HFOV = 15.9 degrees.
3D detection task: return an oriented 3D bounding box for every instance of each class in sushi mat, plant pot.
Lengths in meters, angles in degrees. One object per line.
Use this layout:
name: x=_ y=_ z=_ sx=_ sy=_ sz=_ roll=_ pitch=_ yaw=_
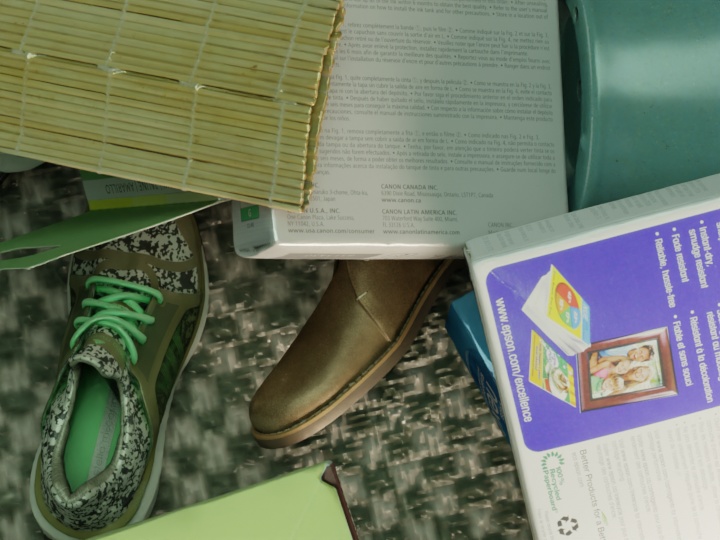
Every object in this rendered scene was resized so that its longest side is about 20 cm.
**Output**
sushi mat: x=-0.107 y=-0.090 z=1.141 sx=0.199 sy=0.012 sz=0.096 roll=12 pitch=90 yaw=18
plant pot: x=0.184 y=-0.087 z=1.244 sx=0.187 sy=0.200 sz=0.201 roll=-3 pitch=77 yaw=-9

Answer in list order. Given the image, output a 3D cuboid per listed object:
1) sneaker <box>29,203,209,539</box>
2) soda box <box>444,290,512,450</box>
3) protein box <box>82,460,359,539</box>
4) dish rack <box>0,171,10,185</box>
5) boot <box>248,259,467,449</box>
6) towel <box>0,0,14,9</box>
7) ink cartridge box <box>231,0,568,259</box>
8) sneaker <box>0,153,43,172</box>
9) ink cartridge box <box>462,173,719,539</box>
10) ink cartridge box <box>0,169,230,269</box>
sneaker: x=-0.120 y=0.040 z=1.281 sx=0.077 sy=0.089 sz=0.201 roll=7 pitch=77 yaw=1
soda box: x=0.118 y=0.093 z=1.286 sx=0.068 sy=0.064 sz=0.201 roll=-27 pitch=79 yaw=-7
protein box: x=-0.084 y=0.194 z=1.190 sx=0.198 sy=0.200 sz=0.135 roll=-18 pitch=78 yaw=-5
dish rack: x=-0.239 y=-0.126 z=1.335 sx=0.200 sy=0.055 sz=0.154 roll=38 pitch=79 yaw=8
boot: x=0.000 y=0.000 z=1.289 sx=0.200 sy=0.074 sz=0.076 roll=-51 pitch=118 yaw=-17
towel: x=-0.162 y=-0.198 z=1.255 sx=0.144 sy=0.023 sz=0.200 roll=34 pitch=45 yaw=14
ink cartridge box: x=0.016 y=-0.106 z=1.184 sx=0.160 sy=0.050 sz=0.201 roll=0 pitch=83 yaw=-30
sneaker: x=-0.194 y=-0.153 z=1.263 sx=0.078 sy=0.099 sz=0.201 roll=-24 pitch=77 yaw=-4
ink cartridge box: x=0.164 y=0.055 z=1.185 sx=0.199 sy=0.043 sz=0.199 roll=-13 pitch=112 yaw=2
ink cartridge box: x=-0.102 y=-0.047 z=1.220 sx=0.199 sy=0.145 sz=0.048 roll=-16 pitch=97 yaw=-30
